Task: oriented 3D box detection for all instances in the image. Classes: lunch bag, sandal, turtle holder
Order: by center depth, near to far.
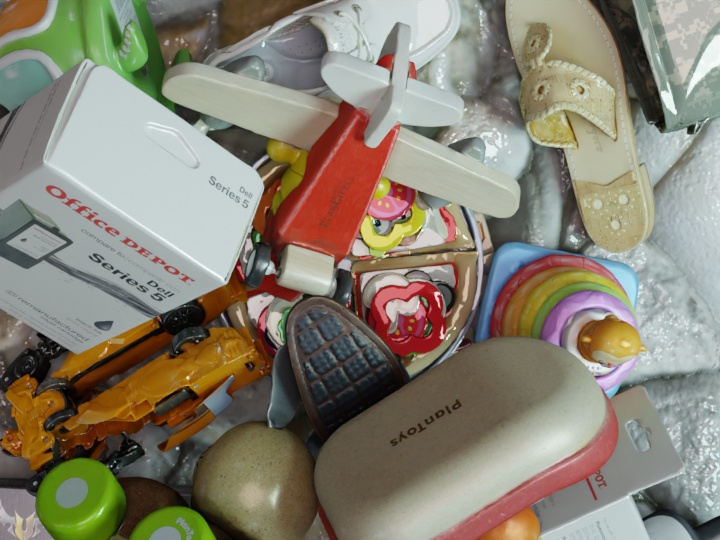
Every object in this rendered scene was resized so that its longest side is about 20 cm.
[{"bbox_3d":[-0.188,-0.121,1.333,0.131,0.186,0.142,-12,56,9],"label":"turtle holder"},{"bbox_3d":[0.255,-0.208,1.360,0.163,0.118,0.201,-19,89,-3],"label":"lunch bag"},{"bbox_3d":[0.150,-0.109,1.366,0.077,0.070,0.213,-18,97,30],"label":"sandal"}]

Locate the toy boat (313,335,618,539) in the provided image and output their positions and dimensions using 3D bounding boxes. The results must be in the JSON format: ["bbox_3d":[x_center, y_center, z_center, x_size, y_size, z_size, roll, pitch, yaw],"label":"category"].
[{"bbox_3d":[0.077,0.139,1.246,0.199,0.131,0.131,-31,123,0],"label":"toy boat"}]

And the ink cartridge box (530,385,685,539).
[{"bbox_3d":[0.132,0.172,1.348,0.199,0.115,0.068,-25,120,5],"label":"ink cartridge box"}]

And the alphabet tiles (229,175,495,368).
[{"bbox_3d":[0.000,0.000,1.404,0.199,0.006,0.168,-18,93,-4],"label":"alphabet tiles"}]

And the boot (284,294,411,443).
[{"bbox_3d":[0.000,0.085,1.326,0.074,0.097,0.201,-32,116,0],"label":"boot"}]

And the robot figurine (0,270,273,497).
[{"bbox_3d":[-0.162,0.079,1.342,0.199,0.058,0.145,-31,51,9],"label":"robot figurine"}]

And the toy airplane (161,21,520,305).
[{"bbox_3d":[-0.012,-0.087,1.297,0.198,0.142,0.201,-19,124,10],"label":"toy airplane"}]

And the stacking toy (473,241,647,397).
[{"bbox_3d":[0.154,0.045,1.320,0.115,0.200,0.111,11,91,-9],"label":"stacking toy"}]

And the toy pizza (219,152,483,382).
[{"bbox_3d":[-0.009,-0.003,1.384,0.199,0.032,0.202,0,93,-4],"label":"toy pizza"}]

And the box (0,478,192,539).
[{"bbox_3d":[-0.177,0.233,1.379,0.198,0.048,0.160,3,93,-5],"label":"box"}]

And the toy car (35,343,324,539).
[{"bbox_3d":[-0.091,0.147,1.287,0.157,0.165,0.200,22,63,30],"label":"toy car"}]

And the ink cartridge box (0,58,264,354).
[{"bbox_3d":[-0.180,-0.035,1.247,0.145,0.200,0.084,34,57,-24],"label":"ink cartridge box"}]

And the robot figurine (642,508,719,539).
[{"bbox_3d":[0.197,0.249,1.374,0.199,0.150,0.125,-28,121,-3],"label":"robot figurine"}]

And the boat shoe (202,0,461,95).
[{"bbox_3d":[-0.019,-0.156,1.363,0.199,0.069,0.071,-22,90,-4],"label":"boat shoe"}]
